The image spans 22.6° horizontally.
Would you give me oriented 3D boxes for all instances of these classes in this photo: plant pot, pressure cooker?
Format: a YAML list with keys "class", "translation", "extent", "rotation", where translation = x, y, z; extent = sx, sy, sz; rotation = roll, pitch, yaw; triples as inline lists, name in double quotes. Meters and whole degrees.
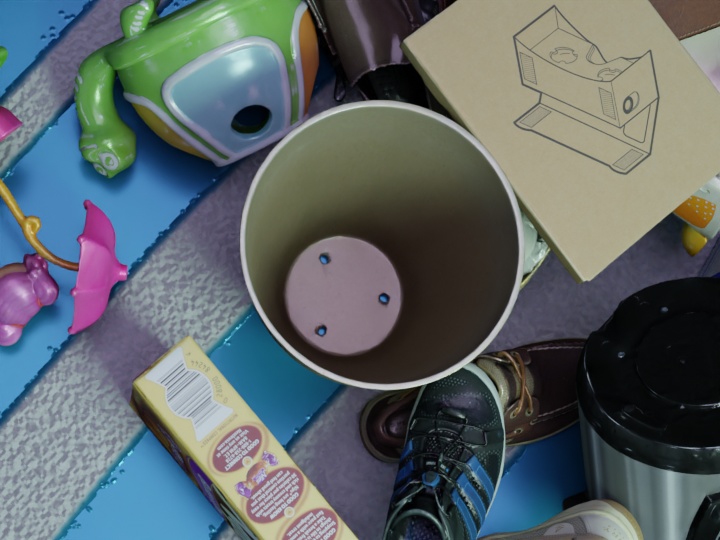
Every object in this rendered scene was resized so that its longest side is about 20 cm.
- class: "plant pot"
  translation: [0.000, 0.000, 1.246]
  extent: [0.185, 0.200, 0.190]
  rotation: [2, 79, -9]
- class: "pressure cooker"
  translation: [0.243, 0.128, 1.262]
  extent: [0.174, 0.201, 0.179]
  rotation: [17, 49, 27]

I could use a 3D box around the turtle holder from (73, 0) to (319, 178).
- class: "turtle holder"
  translation: [-0.114, -0.141, 1.290]
  extent: [0.185, 0.141, 0.133]
  rotation: [-31, 102, -22]

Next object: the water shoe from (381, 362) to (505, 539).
- class: "water shoe"
  translation: [0.055, 0.156, 1.216]
  extent: [0.071, 0.079, 0.202]
  rotation: [10, 78, 8]

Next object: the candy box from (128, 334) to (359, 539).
- class: "candy box"
  translation: [-0.078, 0.145, 1.250]
  extent: [0.056, 0.117, 0.200]
  rotation: [-41, 87, -14]

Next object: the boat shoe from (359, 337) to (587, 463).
- class: "boat shoe"
  translation: [0.098, 0.093, 1.309]
  extent: [0.198, 0.072, 0.073]
  rotation: [-12, 81, -10]

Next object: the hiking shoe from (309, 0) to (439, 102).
- class: "hiking shoe"
  translation: [0.061, -0.192, 1.367]
  extent: [0.198, 0.076, 0.102]
  rotation: [-16, 95, -6]

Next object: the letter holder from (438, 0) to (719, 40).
- class: "letter holder"
  translation: [0.161, -0.230, 1.298]
  extent: [0.198, 0.100, 0.143]
  rotation: [-21, 121, -23]

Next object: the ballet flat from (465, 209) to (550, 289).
- class: "ballet flat"
  translation: [0.130, -0.064, 1.253]
  extent: [0.070, 0.071, 0.201]
  rotation: [28, 111, -2]

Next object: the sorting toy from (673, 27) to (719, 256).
- class: "sorting toy"
  translation: [0.210, -0.120, 1.342]
  extent: [0.179, 0.107, 0.200]
  rotation: [29, 46, 7]

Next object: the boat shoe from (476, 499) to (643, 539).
- class: "boat shoe"
  translation: [0.102, 0.220, 1.233]
  extent: [0.073, 0.199, 0.065]
  rotation: [58, 36, 0]

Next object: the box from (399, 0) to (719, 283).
- class: "box"
  translation: [0.147, -0.118, 1.208]
  extent: [0.163, 0.021, 0.201]
  rotation: [-37, 89, -15]

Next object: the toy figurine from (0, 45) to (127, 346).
- class: "toy figurine"
  translation: [-0.259, -0.021, 1.262]
  extent: [0.200, 0.150, 0.184]
  rotation: [-42, 97, 8]

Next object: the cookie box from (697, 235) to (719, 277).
- class: "cookie box"
  translation: [0.347, 0.022, 1.294]
  extent: [0.170, 0.200, 0.076]
  rotation: [35, 78, 0]

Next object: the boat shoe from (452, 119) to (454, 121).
- class: "boat shoe"
  translation: [0.082, -0.061, 1.341]
  extent: [0.071, 0.062, 0.202]
  rotation: [4, 80, -8]

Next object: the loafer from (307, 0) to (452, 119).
- class: "loafer"
  translation: [0.013, -0.168, 1.276]
  extent: [0.073, 0.071, 0.201]
  rotation: [-25, 118, 18]
